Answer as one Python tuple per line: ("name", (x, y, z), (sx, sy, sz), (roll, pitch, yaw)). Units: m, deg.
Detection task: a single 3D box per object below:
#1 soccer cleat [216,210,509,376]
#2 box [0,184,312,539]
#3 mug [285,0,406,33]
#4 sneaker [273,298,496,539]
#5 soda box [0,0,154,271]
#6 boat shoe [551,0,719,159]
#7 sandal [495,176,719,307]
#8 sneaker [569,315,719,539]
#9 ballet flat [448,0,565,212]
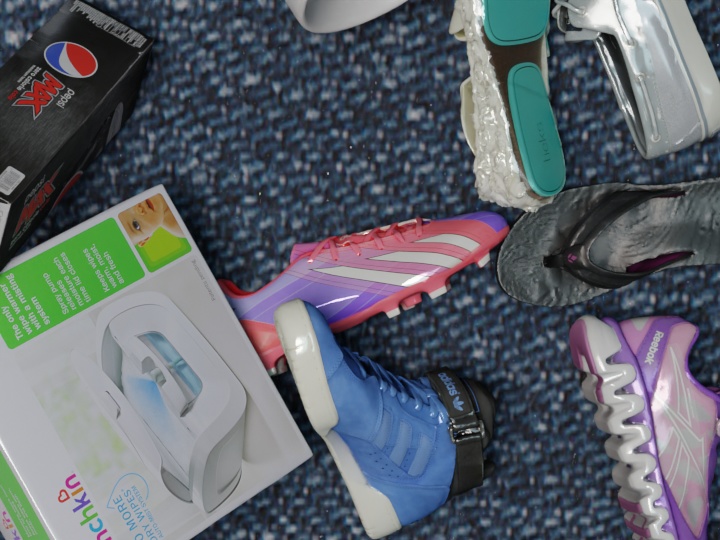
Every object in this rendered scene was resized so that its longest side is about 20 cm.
("soccer cleat", (0.000, 0.000, 0.933), (0.199, 0.067, 0.077), (-27, 88, 6))
("box", (-0.161, 0.079, 0.888), (0.176, 0.097, 0.201), (-30, 92, -33))
("mug", (0.001, -0.265, 0.848), (0.199, 0.148, 0.176), (-28, 80, -26))
("sneaker", (0.024, 0.079, 0.901), (0.111, 0.077, 0.201), (-24, 125, -1))
("soda box", (-0.198, -0.084, 0.866), (0.063, 0.200, 0.071), (27, 131, 0))
("boat shoe", (0.163, -0.165, 0.913), (0.071, 0.070, 0.202), (-28, 95, -3))
("sandal", (0.185, -0.026, 0.932), (0.199, 0.048, 0.076), (-13, 93, 2))
("sneaker", (0.206, 0.116, 0.929), (0.088, 0.080, 0.201), (-17, 92, -5))
("ballet flat", (0.086, -0.136, 0.921), (0.071, 0.072, 0.201), (-6, 93, 2))
